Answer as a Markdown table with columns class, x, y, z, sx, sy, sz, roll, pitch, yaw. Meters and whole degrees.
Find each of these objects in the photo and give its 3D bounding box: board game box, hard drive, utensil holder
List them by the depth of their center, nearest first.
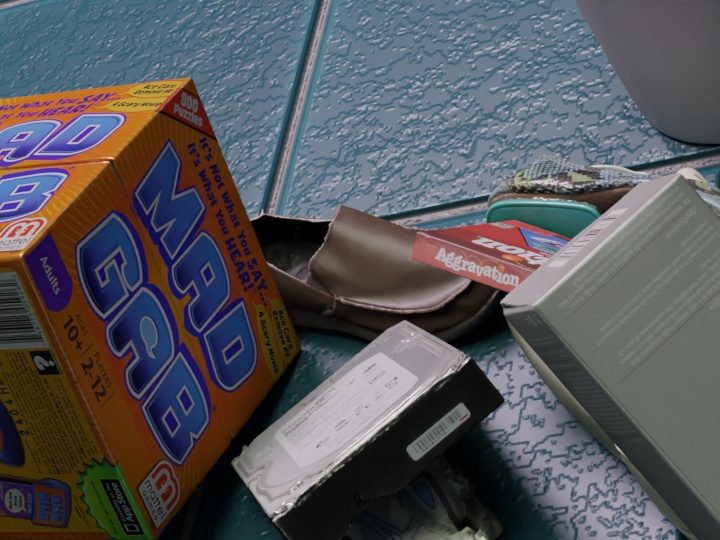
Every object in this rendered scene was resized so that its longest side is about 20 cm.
| class | x | y | z | sx | sy | sz | roll | pitch | yaw |
| --- | --- | --- | --- | --- | --- | --- | --- | --- | --- |
| board game box | 0.138 | 0.009 | 1.403 | 0.200 | 0.103 | 0.020 | 20 | 107 | 33 |
| hard drive | -0.002 | 0.091 | 1.409 | 0.140 | 0.038 | 0.200 | -39 | 9 | -4 |
| utensil holder | 0.200 | -0.200 | 1.505 | 0.169 | 0.200 | 0.170 | -19 | 43 | 18 |
| board game box | -0.192 | 0.025 | 1.515 | 0.199 | 0.200 | 0.200 | -4 | 32 | 32 |

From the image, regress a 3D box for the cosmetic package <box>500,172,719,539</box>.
| class | x | y | z | sx | sy | sz | roll | pitch | yaw |
| --- | --- | --- | --- | --- | --- | --- | --- | --- | --- |
| cosmetic package | 0.178 | 0.060 | 1.262 | 0.107 | 0.200 | 0.090 | -40 | 5 | -8 |

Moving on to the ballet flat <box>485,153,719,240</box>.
| class | x | y | z | sx | sy | sz | roll | pitch | yaw |
| --- | --- | --- | --- | --- | --- | --- | --- | --- | --- |
| ballet flat | 0.166 | -0.037 | 1.475 | 0.200 | 0.074 | 0.074 | 12 | 58 | 38 |

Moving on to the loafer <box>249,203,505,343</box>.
| class | x | y | z | sx | sy | sz | roll | pitch | yaw |
| --- | --- | --- | --- | --- | --- | --- | --- | --- | --- |
| loafer | 0.000 | 0.000 | 1.544 | 0.199 | 0.071 | 0.073 | 0 | 51 | 35 |

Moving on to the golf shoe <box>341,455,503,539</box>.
| class | x | y | z | sx | sy | sz | roll | pitch | yaw |
| --- | --- | --- | --- | --- | --- | --- | --- | --- | --- |
| golf shoe | 0.042 | 0.177 | 1.347 | 0.097 | 0.078 | 0.200 | -39 | 30 | 4 |

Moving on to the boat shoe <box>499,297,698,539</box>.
| class | x | y | z | sx | sy | sz | roll | pitch | yaw |
| --- | --- | --- | --- | --- | --- | --- | --- | --- | --- |
| boat shoe | 0.148 | 0.067 | 1.379 | 0.060 | 0.072 | 0.202 | -38 | 46 | -4 |
